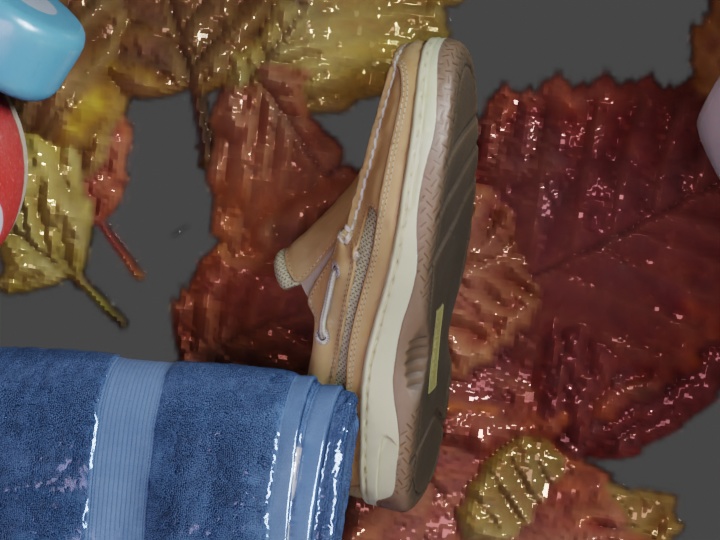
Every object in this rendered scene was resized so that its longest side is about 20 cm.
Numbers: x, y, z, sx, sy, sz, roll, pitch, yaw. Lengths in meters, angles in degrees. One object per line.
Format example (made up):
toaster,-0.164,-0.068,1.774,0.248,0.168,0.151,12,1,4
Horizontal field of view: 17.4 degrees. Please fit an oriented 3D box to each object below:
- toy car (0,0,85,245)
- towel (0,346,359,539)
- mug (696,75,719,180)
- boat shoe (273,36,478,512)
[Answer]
toy car,-0.230,-0.045,0.913,0.177,0.200,0.185,33,106,-1
towel,-0.103,0.088,0.950,0.199,0.049,0.112,4,79,12
mug,0.238,-0.060,0.890,0.175,0.148,0.200,36,75,10
boat shoe,0.000,0.000,0.965,0.076,0.072,0.201,12,105,16
